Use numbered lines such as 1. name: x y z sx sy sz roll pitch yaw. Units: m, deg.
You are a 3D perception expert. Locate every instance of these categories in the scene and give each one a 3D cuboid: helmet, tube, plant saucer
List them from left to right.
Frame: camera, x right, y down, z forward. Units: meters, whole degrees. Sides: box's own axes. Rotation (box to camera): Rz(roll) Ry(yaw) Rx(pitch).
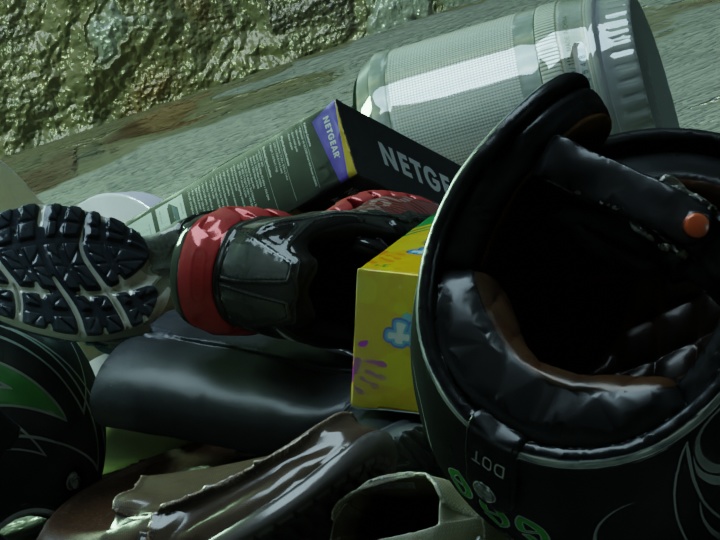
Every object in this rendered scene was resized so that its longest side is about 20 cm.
1. helmet: -0.240 0.083 1.580 0.190 0.200 0.200 -37 15 -11
2. tube: -0.119 0.084 1.642 0.058 0.052 0.200 6 -15 -22
3. plant saucer: -0.088 0.123 1.492 0.199 0.037 0.200 -16 11 3
4. helmet: 0.118 0.026 1.185 0.199 0.201 0.191 -15 -20 13

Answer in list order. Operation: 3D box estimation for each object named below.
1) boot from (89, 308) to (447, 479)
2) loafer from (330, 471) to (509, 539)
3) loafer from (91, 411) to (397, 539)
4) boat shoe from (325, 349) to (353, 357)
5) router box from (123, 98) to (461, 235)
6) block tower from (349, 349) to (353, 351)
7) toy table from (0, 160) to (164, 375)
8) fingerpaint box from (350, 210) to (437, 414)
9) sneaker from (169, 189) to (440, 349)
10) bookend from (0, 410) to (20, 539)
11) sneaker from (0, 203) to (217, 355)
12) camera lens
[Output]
1. boot: -0.047 0.075 1.410 0.199 0.066 0.165 16 17 27
2. loafer: 0.031 0.115 1.245 0.075 0.069 0.200 -11 13 32
3. loafer: -0.078 0.114 1.274 0.199 0.071 0.073 -31 -24 2
4. boat shoe: 0.050 0.052 1.523 0.201 0.063 0.074 5 25 39
5. router box: -0.018 -0.016 1.684 0.157 0.052 0.200 -29 -28 24
6. block tower: 0.051 0.017 1.645 0.199 0.054 0.058 -10 17 -18
7. toy table: -0.196 0.014 1.889 0.117 0.185 0.200 -5 -10 -31
8. fingerpaint box: 0.114 0.023 1.387 0.199 0.074 0.167 7 15 17
9. sneaker: 0.000 0.000 1.465 0.098 0.071 0.200 10 11 40
10. bookend: -0.206 0.120 1.288 0.198 0.092 0.201 -9 47 46
11. sneaker: -0.135 0.018 1.545 0.199 0.078 0.086 2 -30 -33
12. camera lens: 0.102 -0.086 1.901 0.199 0.161 0.160 -15 11 13
